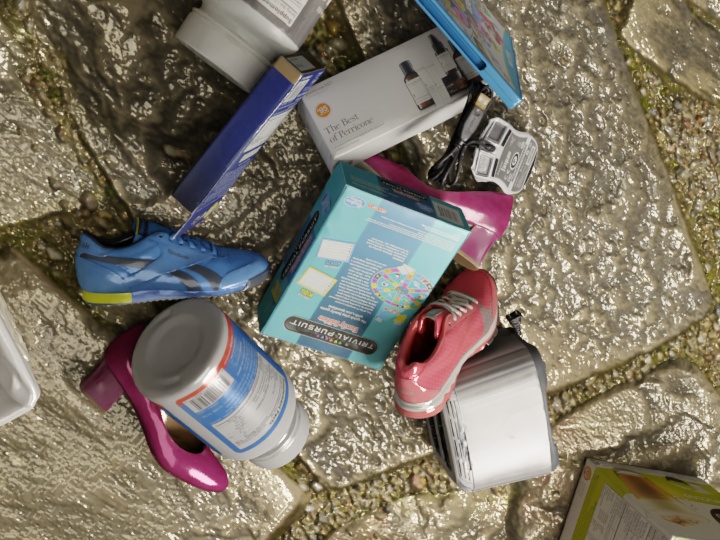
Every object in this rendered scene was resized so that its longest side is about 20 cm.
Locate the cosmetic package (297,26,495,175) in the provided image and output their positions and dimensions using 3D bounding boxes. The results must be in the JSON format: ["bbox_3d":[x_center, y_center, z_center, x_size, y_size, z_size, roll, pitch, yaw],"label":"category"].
[{"bbox_3d":[0.040,-0.182,1.086,0.198,0.051,0.083,-28,76,-11],"label":"cosmetic package"}]

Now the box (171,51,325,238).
[{"bbox_3d":[-0.115,-0.122,1.012,0.032,0.121,0.201,39,105,-2],"label":"box"}]

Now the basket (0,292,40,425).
[{"bbox_3d":[-0.399,0.049,0.974,0.134,0.123,0.202,-26,112,-10],"label":"basket"}]

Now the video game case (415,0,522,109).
[{"bbox_3d":[0.088,-0.263,1.030,0.018,0.144,0.200,-34,119,25],"label":"video game case"}]

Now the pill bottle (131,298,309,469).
[{"bbox_3d":[-0.135,0.125,1.082,0.112,0.112,0.200,-42,137,-4],"label":"pill bottle"}]

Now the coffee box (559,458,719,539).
[{"bbox_3d":[0.379,0.380,1.318,0.197,0.198,0.203,12,102,-23],"label":"coffee box"}]

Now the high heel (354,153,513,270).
[{"bbox_3d":[0.082,-0.092,1.147,0.199,0.067,0.097,35,76,-18],"label":"high heel"}]

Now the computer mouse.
[{"bbox_3d":[0.134,-0.127,1.123,0.199,0.043,0.111,15,96,-62],"label":"computer mouse"}]

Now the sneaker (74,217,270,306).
[{"bbox_3d":[-0.186,-0.014,1.066,0.197,0.066,0.080,-4,104,-19],"label":"sneaker"}]

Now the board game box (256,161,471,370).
[{"bbox_3d":[0.000,0.000,1.110,0.149,0.047,0.201,19,121,-24],"label":"board game box"}]

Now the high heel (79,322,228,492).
[{"bbox_3d":[-0.192,0.149,1.107,0.096,0.068,0.200,-43,112,9],"label":"high heel"}]

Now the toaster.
[{"bbox_3d":[0.145,0.157,1.213,0.127,0.114,0.203,-17,113,-12],"label":"toaster"}]

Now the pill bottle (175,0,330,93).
[{"bbox_3d":[-0.082,-0.275,0.998,0.113,0.114,0.201,34,93,-25],"label":"pill bottle"}]

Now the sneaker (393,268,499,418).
[{"bbox_3d":[0.096,0.062,1.142,0.201,0.073,0.087,-57,149,-32],"label":"sneaker"}]
